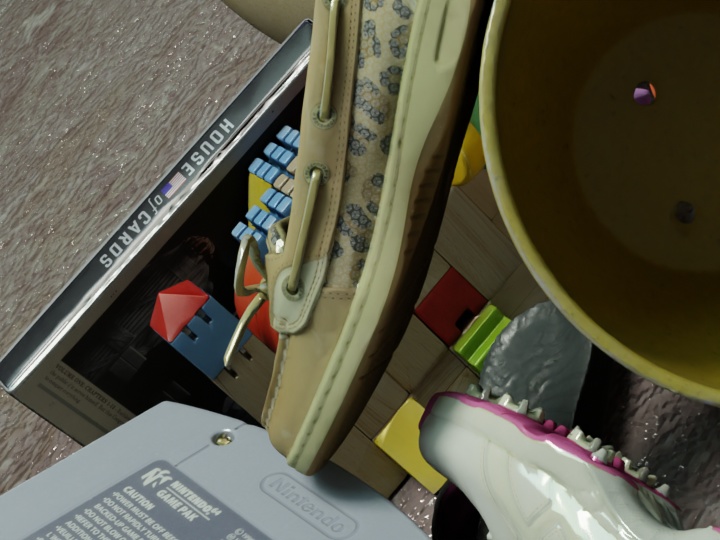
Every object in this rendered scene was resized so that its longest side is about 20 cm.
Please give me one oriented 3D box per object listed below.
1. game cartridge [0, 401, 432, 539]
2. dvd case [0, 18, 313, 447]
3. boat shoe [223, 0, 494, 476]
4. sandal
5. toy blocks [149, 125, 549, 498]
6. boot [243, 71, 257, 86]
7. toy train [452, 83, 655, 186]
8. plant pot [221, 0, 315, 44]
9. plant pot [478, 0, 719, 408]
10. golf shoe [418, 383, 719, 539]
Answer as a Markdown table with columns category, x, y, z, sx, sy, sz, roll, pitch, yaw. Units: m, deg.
| category | x | y | z | sx | sy | sz | roll | pitch | yaw |
| --- | --- | --- | --- | --- | --- | --- | --- | --- | --- |
| game cartridge | -0.049 | 0.114 | 0.711 | 0.133 | 0.042 | 0.200 | -26 | 34 | -28 |
| dvd case | -0.050 | 0.006 | 0.922 | 0.200 | 0.150 | 0.025 | -48 | 49 | -1 |
| boat shoe | -0.004 | -0.029 | 0.712 | 0.073 | 0.062 | 0.201 | -41 | -31 | -75 |
| sandal | 0.053 | 0.089 | 0.777 | 0.075 | 0.048 | 0.201 | -28 | 38 | 33 |
| toy blocks | 0.000 | 0.000 | 0.871 | 0.200 | 0.137 | 0.100 | -49 | 29 | -5 |
| boot | -0.063 | -0.005 | 1.022 | 0.186 | 0.064 | 0.200 | -47 | 17 | 29 |
| toy train | 0.084 | -0.087 | 0.838 | 0.055 | 0.199 | 0.151 | 7 | 82 | 51 |
| plant pot | 0.027 | -0.160 | 0.919 | 0.200 | 0.200 | 0.135 | -41 | 54 | 10 |
| plant pot | 0.132 | -0.051 | 0.735 | 0.200 | 0.200 | 0.142 | -49 | 1 | -5 |
| golf shoe | 0.078 | 0.105 | 0.672 | 0.200 | 0.075 | 0.092 | 31 | 91 | 44 |
